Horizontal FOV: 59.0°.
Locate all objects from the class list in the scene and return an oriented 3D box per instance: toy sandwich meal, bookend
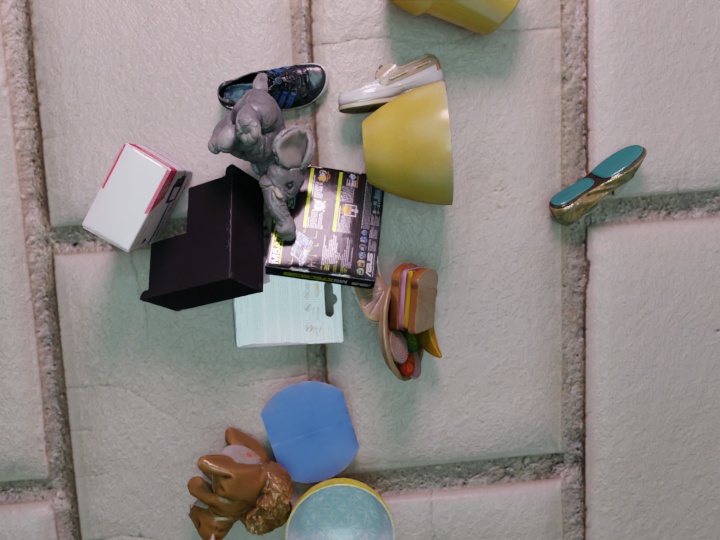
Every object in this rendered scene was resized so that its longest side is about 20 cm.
[{"bbox_3d":[0.095,0.089,1.105,0.069,0.204,0.209,-3,98,27],"label":"toy sandwich meal"},{"bbox_3d":[-0.272,-0.050,1.102,0.197,0.092,0.203,-13,69,25],"label":"bookend"}]

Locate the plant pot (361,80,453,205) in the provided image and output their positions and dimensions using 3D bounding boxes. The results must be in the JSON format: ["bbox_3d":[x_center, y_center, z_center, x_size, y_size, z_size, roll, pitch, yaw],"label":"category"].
[{"bbox_3d":[0.077,-0.204,1.066,0.139,0.200,0.204,-6,97,5],"label":"plant pot"}]

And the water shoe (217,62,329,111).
[{"bbox_3d":[-0.148,-0.311,1.096,0.196,0.079,0.073,-15,98,-1],"label":"water shoe"}]

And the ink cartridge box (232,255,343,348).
[{"bbox_3d":[-0.133,0.054,1.158,0.196,0.057,0.166,-3,97,-6],"label":"ink cartridge box"}]

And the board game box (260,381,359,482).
[{"bbox_3d":[-0.093,0.295,1.193,0.155,0.039,0.203,-17,105,-2],"label":"board game box"}]

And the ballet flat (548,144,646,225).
[{"bbox_3d":[0.433,-0.150,1.155,0.198,0.071,0.071,-34,97,1],"label":"ballet flat"}]

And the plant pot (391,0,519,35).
[{"bbox_3d":[0.165,-0.495,1.042,0.187,0.201,0.203,24,96,-21],"label":"plant pot"}]

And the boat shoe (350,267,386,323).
[{"bbox_3d":[0.000,0.000,1.146,0.069,0.069,0.204,-12,77,-11],"label":"boat shoe"}]

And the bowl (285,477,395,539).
[{"bbox_3d":[-0.038,0.467,1.179,0.196,0.108,0.204,0,97,-3],"label":"bowl"}]

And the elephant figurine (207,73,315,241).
[{"bbox_3d":[-0.141,-0.183,1.045,0.155,0.142,0.200,-42,118,15],"label":"elephant figurine"}]

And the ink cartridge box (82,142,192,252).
[{"bbox_3d":[-0.358,-0.122,1.049,0.083,0.200,0.146,29,95,-8],"label":"ink cartridge box"}]

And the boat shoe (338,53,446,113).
[{"bbox_3d":[0.050,-0.324,1.111,0.196,0.075,0.070,-16,96,-11],"label":"boat shoe"}]

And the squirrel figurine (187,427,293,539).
[{"bbox_3d":[-0.219,0.421,1.154,0.197,0.142,0.189,23,102,-1],"label":"squirrel figurine"}]

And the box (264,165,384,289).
[{"bbox_3d":[-0.059,-0.080,1.105,0.189,0.048,0.204,6,69,-2],"label":"box"}]
